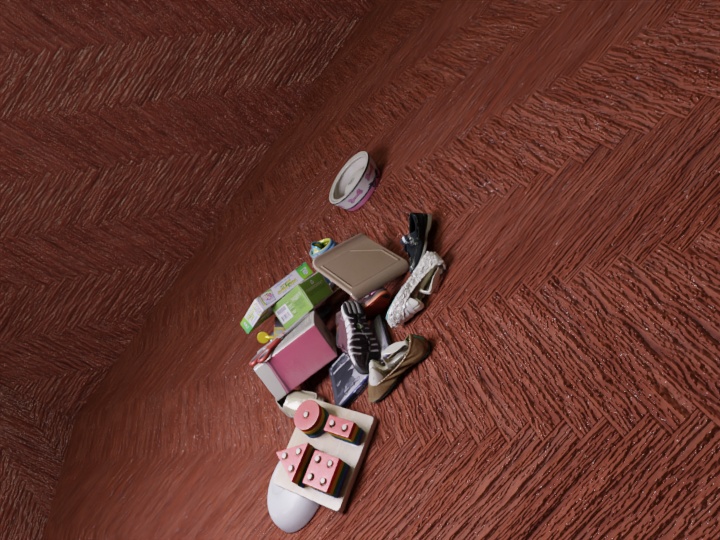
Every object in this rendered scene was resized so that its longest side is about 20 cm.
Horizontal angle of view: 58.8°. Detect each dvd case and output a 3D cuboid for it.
[{"bbox_3d":[0.000,0.221,1.537,0.201,0.024,0.152,-48,27,17],"label":"dvd case"}]

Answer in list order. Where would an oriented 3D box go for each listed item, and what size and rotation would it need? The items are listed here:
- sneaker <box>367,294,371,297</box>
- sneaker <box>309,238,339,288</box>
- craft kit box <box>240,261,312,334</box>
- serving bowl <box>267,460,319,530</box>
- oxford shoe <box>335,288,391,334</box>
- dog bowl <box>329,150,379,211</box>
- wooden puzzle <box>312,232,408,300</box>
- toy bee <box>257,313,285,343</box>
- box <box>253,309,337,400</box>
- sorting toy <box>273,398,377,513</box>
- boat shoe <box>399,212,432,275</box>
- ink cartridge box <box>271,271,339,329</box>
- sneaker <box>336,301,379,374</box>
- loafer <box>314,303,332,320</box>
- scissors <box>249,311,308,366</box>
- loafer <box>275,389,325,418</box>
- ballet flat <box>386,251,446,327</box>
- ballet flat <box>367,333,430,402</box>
[{"bbox_3d":[0.000,0.000,1.712,0.079,0.094,0.203,-45,27,24],"label":"sneaker"},{"bbox_3d":[-0.122,-0.011,1.896,0.202,0.129,0.080,-51,27,11],"label":"sneaker"},{"bbox_3d":[-0.244,0.081,1.844,0.196,0.049,0.200,-36,-7,-32],"label":"craft kit box"},{"bbox_3d":[-0.154,0.484,1.463,0.199,0.065,0.203,-42,29,29],"label":"serving bowl"},{"bbox_3d":[-0.001,0.091,1.613,0.199,0.070,0.074,-39,54,33],"label":"oxford shoe"},{"bbox_3d":[-0.015,-0.284,2.086,0.199,0.073,0.204,-41,30,30],"label":"dog bowl"},{"bbox_3d":[-0.001,-0.010,1.636,0.182,0.038,0.199,-29,43,-25],"label":"wooden puzzle"},{"bbox_3d":[-0.245,0.181,1.899,0.127,0.111,0.202,-15,40,-15],"label":"toy bee"},{"bbox_3d":[-0.166,0.217,1.660,0.198,0.110,0.128,-37,14,5],"label":"box"},{"bbox_3d":[-0.090,0.382,1.378,0.194,0.070,0.204,6,62,38],"label":"sorting toy"},{"bbox_3d":[0.130,-0.071,1.566,0.075,0.064,0.204,112,175,-54],"label":"boat shoe"},{"bbox_3d":[-0.134,0.063,1.787,0.147,0.077,0.199,-38,0,41],"label":"ink cartridge box"},{"bbox_3d":[-0.013,0.183,1.521,0.117,0.073,0.204,112,155,-43],"label":"sneaker"},{"bbox_3d":[-0.147,0.178,1.812,0.199,0.073,0.073,-44,-12,-1],"label":"loafer"},{"bbox_3d":[-0.210,0.173,1.647,0.201,0.014,0.072,-49,15,-32],"label":"scissors"},{"bbox_3d":[-0.160,0.343,1.629,0.198,0.068,0.077,-16,46,54],"label":"loafer"},{"bbox_3d":[0.130,0.048,1.463,0.203,0.071,0.071,-59,26,-4],"label":"ballet flat"},{"bbox_3d":[0.064,0.205,1.387,0.200,0.071,0.069,-45,28,24],"label":"ballet flat"}]
